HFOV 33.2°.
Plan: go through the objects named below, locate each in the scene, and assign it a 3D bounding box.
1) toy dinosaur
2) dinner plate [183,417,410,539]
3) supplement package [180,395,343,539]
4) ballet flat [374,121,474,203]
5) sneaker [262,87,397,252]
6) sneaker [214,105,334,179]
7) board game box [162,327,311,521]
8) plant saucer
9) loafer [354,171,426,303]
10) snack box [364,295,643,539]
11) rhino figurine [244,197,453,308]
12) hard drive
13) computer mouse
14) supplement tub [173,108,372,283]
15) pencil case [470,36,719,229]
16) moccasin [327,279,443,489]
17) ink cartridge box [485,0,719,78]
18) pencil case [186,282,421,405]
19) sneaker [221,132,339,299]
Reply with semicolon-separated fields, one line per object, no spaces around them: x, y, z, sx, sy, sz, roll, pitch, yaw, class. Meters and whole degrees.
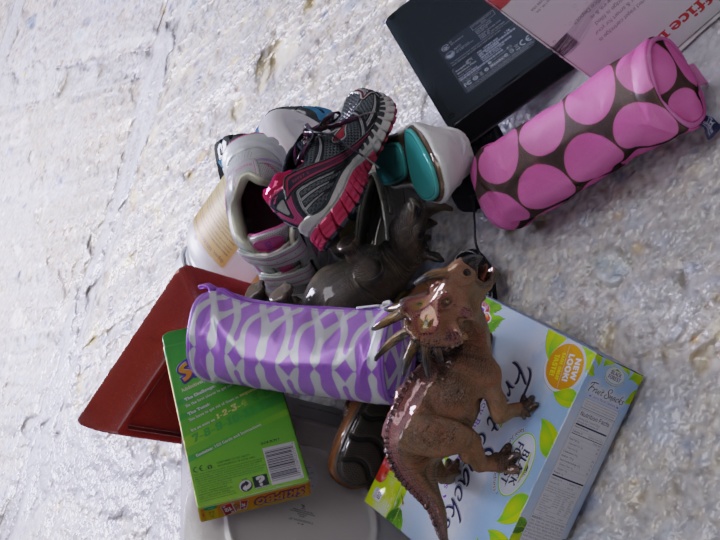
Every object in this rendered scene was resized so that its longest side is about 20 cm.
0.054;0.092;0.883;0.085;0.135;0.203;12;81;51;toy dinosaur
-0.050;0.213;1.018;0.024;0.197;0.203;116;154;-53;dinner plate
-0.088;0.229;1.101;0.121;0.118;0.203;-40;43;43;supplement package
0.063;-0.101;1.062;0.070;0.069;0.200;-66;15;0;ballet flat
-0.023;-0.107;1.070;0.081;0.074;0.201;-51;11;38;sneaker
-0.093;-0.129;1.367;0.199;0.072;0.083;-22;71;50;sneaker
-0.112;0.120;1.049;0.030;0.094;0.202;89;166;-46;board game box
-0.147;0.102;1.194;0.201;0.199;0.037;-54;49;17;plant saucer
0.010;0.005;1.150;0.069;0.069;0.203;-11;63;48;loafer
0.108;0.136;0.960;0.168;0.067;0.202;29;96;53;snack box
0.000;0.000;1.081;0.199;0.088;0.060;-35;33;5;rhino figurine
0.112;-0.222;1.145;0.139;0.033;0.201;-35;44;10;hard drive
0.110;-0.047;1.088;0.058;0.034;0.203;-14;62;34;computer mouse
-0.089;-0.047;1.240;0.201;0.144;0.145;-51;39;19;supplement tub
0.185;-0.107;0.983;0.199;0.093;0.092;-28;95;39;pencil case
0.023;0.097;1.063;0.077;0.073;0.204;-12;51;56;moccasin
0.188;-0.251;0.959;0.147;0.199;0.084;-42;40;28;ink cartridge box
-0.049;0.060;1.008;0.197;0.084;0.087;3;98;21;pencil case
-0.077;-0.023;1.123;0.080;0.202;0.088;-24;17;12;sneaker
